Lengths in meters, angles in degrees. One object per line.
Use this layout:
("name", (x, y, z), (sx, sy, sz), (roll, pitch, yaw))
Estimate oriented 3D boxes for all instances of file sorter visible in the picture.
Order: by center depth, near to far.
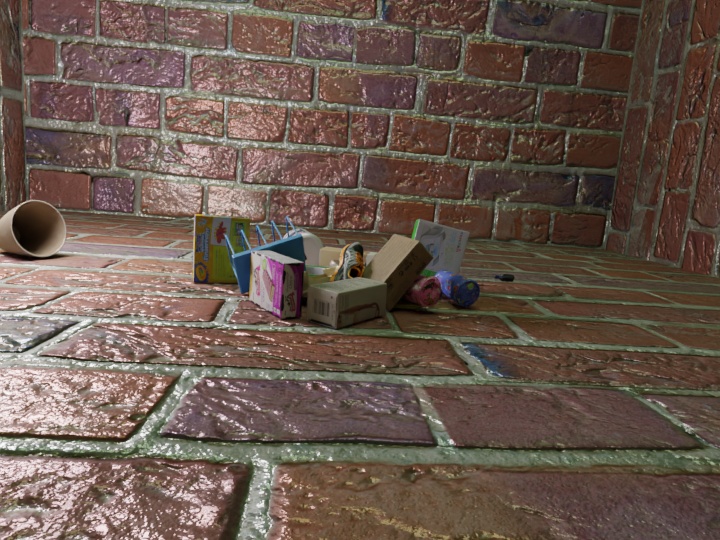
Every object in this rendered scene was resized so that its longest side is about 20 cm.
("file sorter", (-0.271, -0.052, 1.482), (0.198, 0.140, 0.123), (-19, 48, -18))

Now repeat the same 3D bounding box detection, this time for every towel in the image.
("towel", (0.140, 0.087, 1.533), (0.085, 0.018, 0.200), (1, 10, 12))

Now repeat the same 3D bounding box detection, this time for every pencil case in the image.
("pencil case", (0.152, 0.044, 1.483), (0.085, 0.084, 0.199), (-6, 10, -24))
("pencil case", (0.290, 0.054, 1.579), (0.077, 0.088, 0.200), (-2, 10, -13))

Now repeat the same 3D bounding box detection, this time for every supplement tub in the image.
("supplement tub", (-0.222, -0.082, 1.961), (0.138, 0.143, 0.200), (1, 10, -18))

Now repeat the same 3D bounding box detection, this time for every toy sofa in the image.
("toy sofa", (-0.118, 0.046, 1.472), (0.082, 0.099, 0.199), (-11, 1, 33))

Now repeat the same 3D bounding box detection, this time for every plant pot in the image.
("plant pot", (-1.148, -0.129, 1.768), (0.197, 0.190, 0.187), (-7, 4, 27))

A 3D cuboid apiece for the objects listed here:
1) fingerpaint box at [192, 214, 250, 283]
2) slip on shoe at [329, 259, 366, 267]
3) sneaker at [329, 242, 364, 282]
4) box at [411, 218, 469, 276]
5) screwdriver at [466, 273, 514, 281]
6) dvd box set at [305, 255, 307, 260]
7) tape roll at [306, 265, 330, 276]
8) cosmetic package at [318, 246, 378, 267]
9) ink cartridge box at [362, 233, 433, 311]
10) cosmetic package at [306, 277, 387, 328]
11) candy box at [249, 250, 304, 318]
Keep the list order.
("fingerpaint box", (-0.427, -0.067, 1.598), (0.164, 0.203, 0.073), (1, 9, -19))
("slip on shoe", (0.000, 0.000, 1.663), (0.198, 0.061, 0.076), (24, 5, 9))
("sneaker", (-0.021, -0.008, 1.494), (0.076, 0.079, 0.201), (-16, 37, 33))
("box", (0.247, -0.050, 1.724), (0.174, 0.203, 0.097), (15, 2, -1))
("screwdriver", (0.508, 0.021, 2.033), (0.197, 0.028, 0.029), (7, 38, -8))
("dvd box set", (-0.272, -0.017, 1.641), (0.145, 0.030, 0.199), (-33, 19, -26))
("tape roll", (-0.161, 0.023, 1.658), (0.197, 0.049, 0.201), (5, 10, -1))
("cosmetic package", (-0.041, -0.018, 1.793), (0.197, 0.107, 0.071), (5, 10, 15))
("ink cartridge box", (0.088, 0.002, 1.466), (0.075, 0.200, 0.165), (43, -6, -22))
("cosmetic package", (-0.031, 0.076, 1.288), (0.102, 0.089, 0.199), (10, 12, 38))
("candy box", (-0.217, 0.031, 1.321), (0.060, 0.139, 0.199), (-1, 10, -34))
